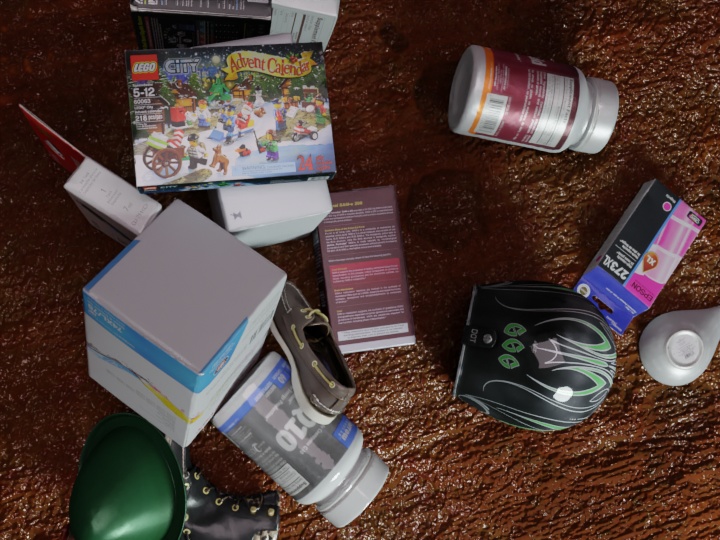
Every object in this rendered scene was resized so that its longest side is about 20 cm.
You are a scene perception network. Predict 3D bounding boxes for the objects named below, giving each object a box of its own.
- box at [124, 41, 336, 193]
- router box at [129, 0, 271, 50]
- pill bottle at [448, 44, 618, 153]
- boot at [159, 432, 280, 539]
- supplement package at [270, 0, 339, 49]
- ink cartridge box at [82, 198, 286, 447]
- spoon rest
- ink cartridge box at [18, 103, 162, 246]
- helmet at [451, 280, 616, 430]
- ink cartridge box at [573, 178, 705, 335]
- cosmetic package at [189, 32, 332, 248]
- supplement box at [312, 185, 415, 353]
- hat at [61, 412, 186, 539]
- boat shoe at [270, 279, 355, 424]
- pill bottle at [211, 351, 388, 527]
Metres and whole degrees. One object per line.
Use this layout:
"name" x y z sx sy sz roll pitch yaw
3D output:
"box" -0.131 -0.155 0.817 0.198 0.038 0.138 -6 86 -11
"router box" -0.184 -0.282 0.941 0.149 0.200 0.063 0 81 -11
"pill bottle" 0.224 -0.219 1.053 0.199 0.114 0.115 9 83 -10
"boot" -0.170 0.268 0.955 0.149 0.073 0.202 5 88 -9
"supplement package" -0.125 -0.365 1.002 0.199 0.117 0.118 8 82 -10
"ink cartridge box" -0.191 0.062 0.865 0.146 0.200 0.147 34 55 6
"spoon rest" 0.476 0.084 1.106 0.199 0.061 0.100 -28 89 2
"ink cartridge box" -0.300 -0.086 0.901 0.176 0.200 0.045 35 77 -4
"helmet" 0.218 0.105 0.992 0.189 0.200 0.201 11 82 8
"ink cartridge box" 0.380 -0.019 1.103 0.095 0.037 0.200 37 82 -5
"cosmetic package" -0.123 -0.138 0.939 0.122 0.200 0.201 -13 88 -11
"supplement box" 0.000 0.000 1.018 0.108 0.061 0.202 -6 87 -11
"hat" -0.297 0.260 0.846 0.166 0.176 0.200 -43 70 23
"boat shoe" -0.059 0.083 0.952 0.072 0.201 0.060 22 123 -41
"pill bottle" -0.069 0.203 0.959 0.200 0.114 0.114 43 79 -4
